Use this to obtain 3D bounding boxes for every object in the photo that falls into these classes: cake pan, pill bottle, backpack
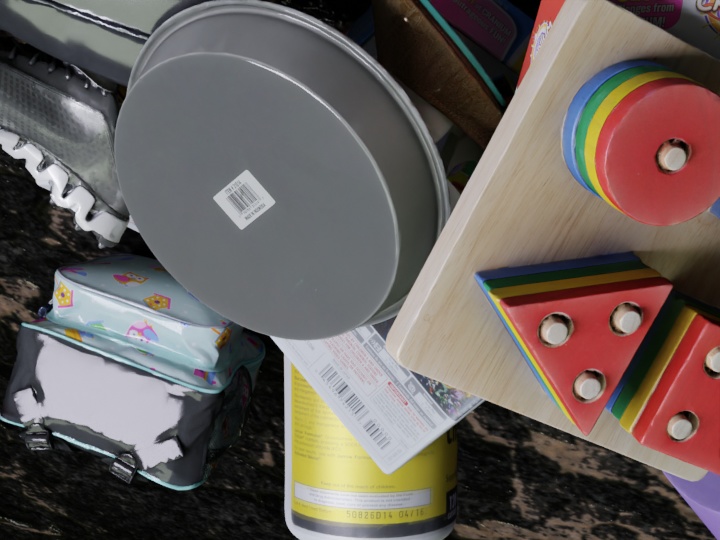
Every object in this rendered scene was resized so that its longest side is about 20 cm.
[{"bbox_3d":[-0.049,-0.044,0.857,0.200,0.037,0.200,18,130,22],"label":"cake pan"},{"bbox_3d":[0.007,0.070,1.034,0.112,0.112,0.200,4,99,27],"label":"pill bottle"},{"bbox_3d":[-0.164,0.071,1.258,0.176,0.153,0.200,16,-177,8],"label":"backpack"}]

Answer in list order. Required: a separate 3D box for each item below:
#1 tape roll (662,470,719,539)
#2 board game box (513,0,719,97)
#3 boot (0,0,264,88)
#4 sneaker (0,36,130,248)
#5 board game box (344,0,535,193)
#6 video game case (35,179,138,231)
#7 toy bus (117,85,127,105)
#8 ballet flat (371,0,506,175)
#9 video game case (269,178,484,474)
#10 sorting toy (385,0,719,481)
[{"bbox_3d":[0.282,0.087,0.974,0.200,0.200,0.085,-8,135,39],"label":"tape roll"},{"bbox_3d":[0.158,-0.087,0.838,0.153,0.040,0.200,5,126,-13],"label":"board game box"},{"bbox_3d":[-0.142,-0.179,0.861,0.200,0.066,0.165,22,134,-1],"label":"boot"},{"bbox_3d":[-0.188,-0.107,0.961,0.090,0.066,0.200,-42,116,7],"label":"sneaker"},{"bbox_3d":[0.077,-0.088,0.986,0.200,0.040,0.153,34,145,-16],"label":"board game box"},{"bbox_3d":[-0.084,-0.046,1.086,0.200,0.023,0.182,-2,167,23],"label":"video game case"},{"bbox_3d":[-0.152,-0.149,1.033,0.078,0.065,0.200,1,141,34],"label":"toy bus"},{"bbox_3d":[0.057,-0.073,0.892,0.200,0.072,0.068,42,-178,-32],"label":"ballet flat"},{"bbox_3d":[0.000,0.000,0.911,0.200,0.023,0.182,50,139,5],"label":"video game case"},{"bbox_3d":[0.148,-0.002,0.793,0.199,0.200,0.070,23,-168,-24],"label":"sorting toy"}]
